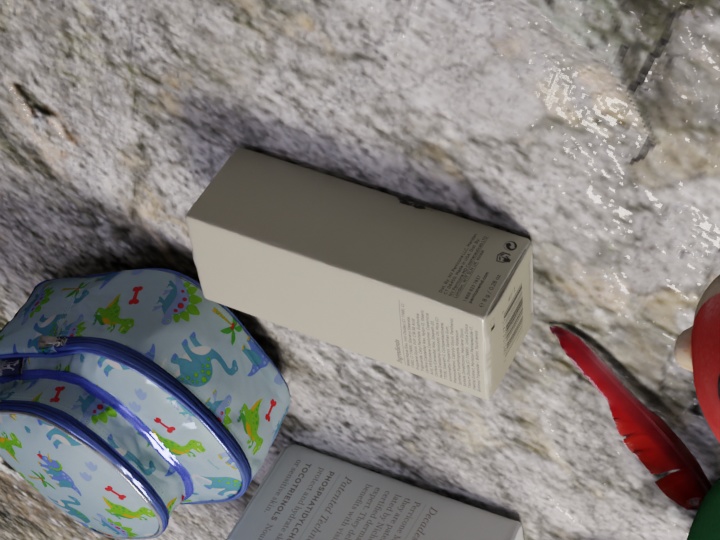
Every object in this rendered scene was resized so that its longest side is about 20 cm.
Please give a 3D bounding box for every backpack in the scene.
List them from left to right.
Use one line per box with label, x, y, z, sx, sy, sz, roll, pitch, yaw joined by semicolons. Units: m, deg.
backpack;-0.160;0.098;1.171;0.199;0.147;0.183;-12;128;44

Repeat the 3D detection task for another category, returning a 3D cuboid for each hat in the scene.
hat;0.239;0.123;0.981;0.199;0.178;0.165;11;164;-44

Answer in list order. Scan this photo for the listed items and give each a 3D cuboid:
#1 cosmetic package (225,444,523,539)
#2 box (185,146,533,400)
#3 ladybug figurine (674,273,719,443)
cosmetic package;0.006;0.264;1.219;0.199;0.167;0.168;16;143;26
box;0.000;0.000;0.982;0.199;0.069;0.083;20;144;21
ladybug figurine;0.209;0.052;0.623;0.199;0.072;0.136;6;138;36
